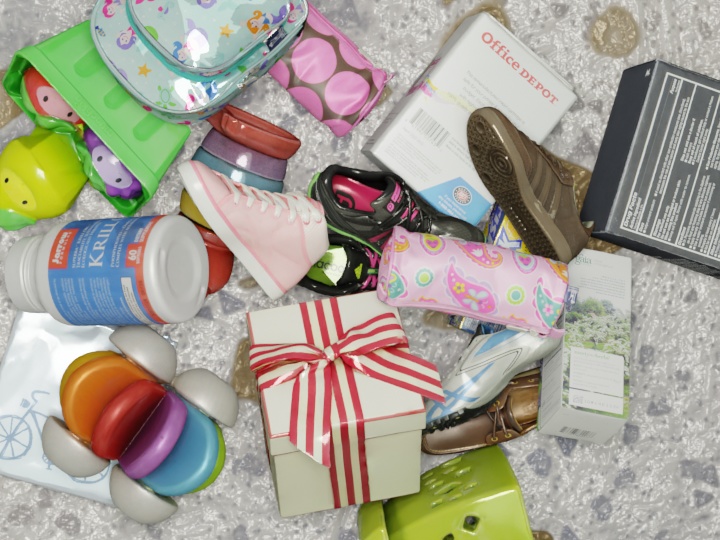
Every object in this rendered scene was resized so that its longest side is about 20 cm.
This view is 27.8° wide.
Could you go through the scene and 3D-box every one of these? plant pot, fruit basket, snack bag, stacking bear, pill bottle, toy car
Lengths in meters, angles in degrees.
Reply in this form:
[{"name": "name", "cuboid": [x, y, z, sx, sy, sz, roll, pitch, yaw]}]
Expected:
[{"name": "plant pot", "cuboid": [0.098, 0.322, 1.584, 0.180, 0.199, 0.202, -15, 96, 0]}, {"name": "fruit basket", "cuboid": [-0.310, -0.129, 1.527, 0.214, 0.155, 0.218, 4, 80, -21]}, {"name": "snack bag", "cuboid": [-0.316, 0.143, 1.596, 0.187, 0.021, 0.202, 17, 88, -10]}, {"name": "stacking bear", "cuboid": [-0.151, -0.069, 1.567, 0.113, 0.121, 0.201, 18, 101, -35]}, {"name": "pill bottle", "cuboid": [-0.268, 0.002, 1.514, 0.198, 0.112, 0.113, -3, 94, 25]}, {"name": "toy car", "cuboid": [-0.227, 0.164, 1.525, 0.199, 0.150, 0.176, 37, 83, -10]}]

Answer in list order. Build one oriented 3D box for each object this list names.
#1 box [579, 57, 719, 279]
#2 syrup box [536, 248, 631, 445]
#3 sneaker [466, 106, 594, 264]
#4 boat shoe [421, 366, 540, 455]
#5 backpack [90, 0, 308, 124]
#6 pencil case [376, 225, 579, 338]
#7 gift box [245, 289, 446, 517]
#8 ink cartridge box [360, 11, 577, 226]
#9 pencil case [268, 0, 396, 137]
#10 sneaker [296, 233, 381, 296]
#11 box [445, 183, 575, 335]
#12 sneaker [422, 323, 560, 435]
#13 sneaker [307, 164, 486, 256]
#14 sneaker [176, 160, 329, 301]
[{"name": "box", "cuboid": [0.372, -0.109, 1.631, 0.197, 0.123, 0.202, 18, 89, -10]}, {"name": "syrup box", "cuboid": [0.247, 0.080, 1.604, 0.078, 0.082, 0.201, 11, 61, -9]}, {"name": "sneaker", "cuboid": [0.183, -0.100, 1.564, 0.075, 0.070, 0.201, -40, 112, -27]}, {"name": "boat shoe", "cuboid": [0.156, 0.159, 1.642, 0.199, 0.068, 0.073, -18, 96, -7]}, {"name": "backpack", "cuboid": [-0.167, -0.251, 1.458, 0.200, 0.151, 0.178, -42, 92, 0]}, {"name": "pencil case", "cuboid": [0.117, 0.013, 1.491, 0.198, 0.087, 0.088, 12, 91, -6]}, {"name": "gift box", "cuboid": [-0.016, 0.142, 1.519, 0.183, 0.188, 0.201, -13, 51, -10]}, {"name": "ink cartridge box", "cuboid": [0.119, -0.163, 1.610, 0.144, 0.085, 0.200, 40, 89, -10]}, {"name": "pencil case", "cuboid": [-0.061, -0.243, 1.580, 0.200, 0.091, 0.094, 41, 118, -9]}, {"name": "sneaker", "cuboid": [0.000, 0.000, 1.600, 0.198, 0.087, 0.074, 7, 92, -9]}, {"name": "box", "cuboid": [0.168, -0.019, 1.633, 0.064, 0.070, 0.201, 23, 90, -11]}, {"name": "sneaker", "cuboid": [0.129, 0.107, 1.581, 0.200, 0.072, 0.073, -42, 68, 16]}, {"name": "sneaker", "cuboid": [0.037, -0.054, 1.533, 0.199, 0.084, 0.077, 20, 69, 0]}, {"name": "sneaker", "cuboid": [-0.102, -0.063, 1.485, 0.104, 0.075, 0.200, -37, 131, 1]}]
